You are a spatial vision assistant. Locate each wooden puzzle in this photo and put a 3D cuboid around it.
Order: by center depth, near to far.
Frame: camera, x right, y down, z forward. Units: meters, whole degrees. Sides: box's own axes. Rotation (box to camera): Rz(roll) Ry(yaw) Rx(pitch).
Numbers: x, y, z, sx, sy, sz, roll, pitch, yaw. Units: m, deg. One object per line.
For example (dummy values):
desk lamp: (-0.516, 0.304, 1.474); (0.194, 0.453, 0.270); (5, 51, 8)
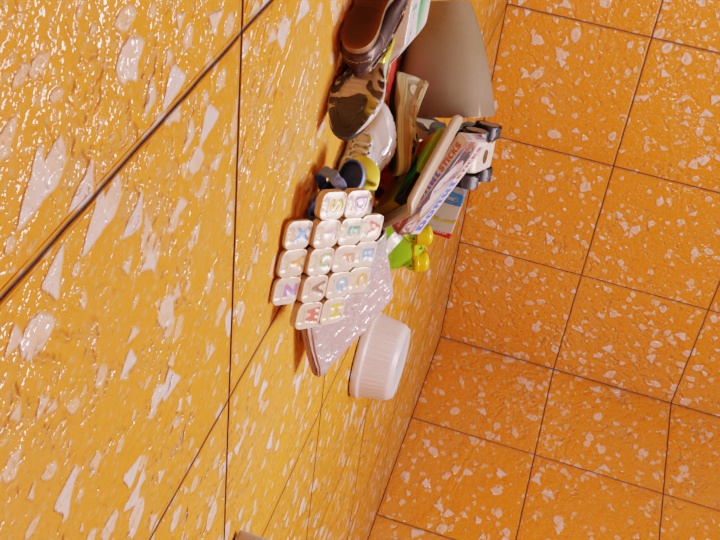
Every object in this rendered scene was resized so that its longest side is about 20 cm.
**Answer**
wooden puzzle: (0.082, -0.153, 1.711); (0.186, 0.037, 0.200); (-61, -171, -20)

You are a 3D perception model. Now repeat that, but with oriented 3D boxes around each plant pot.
plant pot: (0.153, -0.382, 1.902); (0.187, 0.184, 0.203); (-43, 134, -72)

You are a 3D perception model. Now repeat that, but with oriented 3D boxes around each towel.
towel: (-0.018, 0.049, 1.673); (0.200, 0.032, 0.192); (-45, 150, -26)

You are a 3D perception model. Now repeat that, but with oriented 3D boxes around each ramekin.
ramekin: (0.047, 0.196, 2.349); (0.202, 0.093, 0.205); (16, 90, -80)

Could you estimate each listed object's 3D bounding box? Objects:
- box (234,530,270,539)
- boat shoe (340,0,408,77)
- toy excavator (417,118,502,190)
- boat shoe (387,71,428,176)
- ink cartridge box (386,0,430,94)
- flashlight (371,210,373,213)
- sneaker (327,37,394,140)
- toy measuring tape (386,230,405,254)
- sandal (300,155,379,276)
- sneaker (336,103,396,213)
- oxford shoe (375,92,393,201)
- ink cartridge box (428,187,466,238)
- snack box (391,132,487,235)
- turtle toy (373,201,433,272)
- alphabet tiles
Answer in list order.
box: (-0.132, 0.537, 1.595); (0.200, 0.169, 0.202); (89, 19, -59)
boat shoe: (0.025, -0.358, 1.445); (0.202, 0.070, 0.071); (-62, 159, -21)
toy excavator: (0.147, -0.228, 1.845); (0.194, 0.198, 0.101); (-28, 133, -60)
boat shoe: (0.079, -0.238, 1.708); (0.074, 0.062, 0.203); (110, -14, -51)
ink cartridge box: (0.068, -0.372, 1.744); (0.161, 0.049, 0.202); (-59, 159, -59)
flashlight: (0.007, -0.141, 1.702); (0.067, 0.067, 0.203); (7, 96, -43)
sneaker: (0.008, -0.255, 1.481); (0.085, 0.073, 0.202); (89, 19, -61)
toy measuring tape: (0.000, 0.000, 1.780); (0.201, 0.073, 0.074); (-51, 160, -27)
sandal: (-0.047, -0.072, 1.495); (0.086, 0.079, 0.203); (7, 104, -49)
sneaker: (0.003, -0.165, 1.614); (0.087, 0.074, 0.203); (9, 95, -75)
oxford shoe: (0.043, -0.220, 1.812); (0.073, 0.070, 0.202); (-132, -117, -81)
ink cartridge box: (0.132, -0.130, 1.965); (0.201, 0.115, 0.068); (100, 8, -62)
snack box: (0.128, -0.140, 1.725); (0.072, 0.024, 0.201); (-8, 140, -55)
turtle toy: (0.057, -0.078, 1.909); (0.201, 0.143, 0.102); (95, -7, -50)
alphabet tiles: (-0.042, -0.016, 1.458); (0.194, 0.015, 0.203); (-7, 116, -49)
